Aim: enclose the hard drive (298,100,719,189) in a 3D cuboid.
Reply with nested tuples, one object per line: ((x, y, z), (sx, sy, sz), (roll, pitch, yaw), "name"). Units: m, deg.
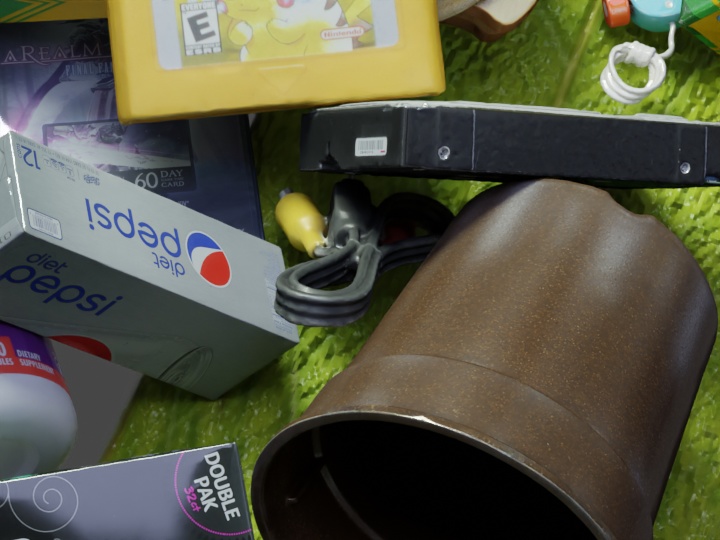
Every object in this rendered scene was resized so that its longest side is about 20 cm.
((0.084, -0.065, 1.497), (0.200, 0.140, 0.038), (3, 90, -23), "hard drive")

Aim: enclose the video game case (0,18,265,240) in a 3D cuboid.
((-0.135, -0.087, 1.596), (0.143, 0.019, 0.200), (-5, 58, -7), "video game case")

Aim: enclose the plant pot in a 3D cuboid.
((0.078, 0.072, 1.412), (0.200, 0.200, 0.198), (23, 52, 11), "plant pot")

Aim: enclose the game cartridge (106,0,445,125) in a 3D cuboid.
((-0.051, -0.184, 1.513), (0.176, 0.032, 0.200), (-6, 90, -6), "game cartridge")

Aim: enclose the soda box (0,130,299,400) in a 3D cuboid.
((-0.124, 0.001, 1.440), (0.068, 0.200, 0.063), (-33, 54, 28), "soda box")

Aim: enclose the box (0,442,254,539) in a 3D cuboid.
((-0.147, 0.170, 1.337), (0.200, 0.124, 0.149), (-9, 84, -10), "box")

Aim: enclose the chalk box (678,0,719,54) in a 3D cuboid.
((0.271, -0.210, 1.612), (0.124, 0.124, 0.200), (31, 50, -32), "chalk box")

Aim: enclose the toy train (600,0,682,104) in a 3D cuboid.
((0.111, -0.176, 1.652), (0.200, 0.056, 0.150), (35, 74, 14), "toy train")

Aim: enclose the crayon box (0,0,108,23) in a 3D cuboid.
((-0.179, -0.205, 1.585), (0.200, 0.052, 0.126), (0, 70, 26), "crayon box")

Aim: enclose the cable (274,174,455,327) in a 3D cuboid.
((0.000, 0.000, 1.476), (0.097, 0.050, 0.200), (13, 24, -3), "cable")

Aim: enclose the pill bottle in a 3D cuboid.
((-0.224, 0.021, 1.463), (0.112, 0.112, 0.200), (-16, 60, -13), "pill bottle")

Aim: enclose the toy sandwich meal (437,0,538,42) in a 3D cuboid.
((0.016, -0.209, 1.597), (0.205, 0.070, 0.205), (0, 69, -1), "toy sandwich meal")
